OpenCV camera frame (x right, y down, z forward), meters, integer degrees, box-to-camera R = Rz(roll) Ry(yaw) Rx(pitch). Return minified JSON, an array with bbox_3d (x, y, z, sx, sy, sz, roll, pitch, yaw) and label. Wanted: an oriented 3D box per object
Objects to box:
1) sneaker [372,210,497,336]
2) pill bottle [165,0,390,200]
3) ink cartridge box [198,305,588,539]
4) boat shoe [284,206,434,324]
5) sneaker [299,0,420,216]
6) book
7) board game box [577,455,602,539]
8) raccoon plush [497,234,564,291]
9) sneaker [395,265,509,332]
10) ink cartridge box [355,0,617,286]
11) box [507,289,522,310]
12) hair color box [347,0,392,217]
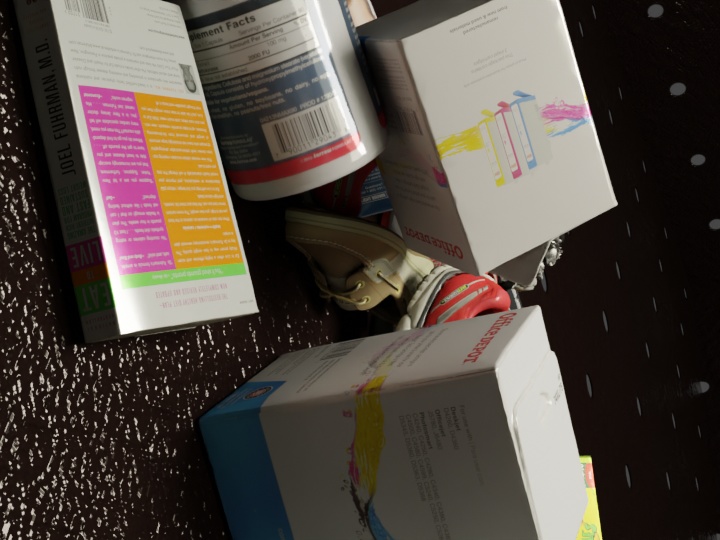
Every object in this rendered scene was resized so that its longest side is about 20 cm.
[{"bbox_3d":[0.074,0.000,1.087,0.067,0.107,0.202,57,29,-42],"label":"sneaker"},{"bbox_3d":[-0.064,-0.161,0.806,0.120,0.119,0.201,-56,130,-62],"label":"pill bottle"},{"bbox_3d":[0.029,0.125,0.772,0.147,0.198,0.147,-34,110,-67],"label":"ink cartridge box"},{"bbox_3d":[0.000,0.000,0.948,0.200,0.074,0.067,26,78,-57],"label":"boat shoe"},{"bbox_3d":[0.022,-0.130,0.941,0.085,0.201,0.077,35,-1,-13],"label":"sneaker"},{"bbox_3d":[-0.130,-0.064,0.688,0.133,0.048,0.202,-4,81,-67],"label":"book"},{"bbox_3d":[0.154,0.242,1.082,0.200,0.047,0.102,126,-37,-63],"label":"board game box"},{"bbox_3d":[0.116,-0.061,1.146,0.201,0.096,0.134,63,-17,-8],"label":"raccoon plush"},{"bbox_3d":[0.058,0.090,0.941,0.201,0.084,0.077,-65,151,-12],"label":"sneaker"},{"bbox_3d":[0.086,-0.097,0.867,0.128,0.125,0.201,28,-38,65],"label":"ink cartridge box"},{"bbox_3d":[0.122,0.003,1.299,0.160,0.043,0.201,-59,132,-60],"label":"box"},{"bbox_3d":[-0.005,-0.159,1.039,0.100,0.060,0.201,-75,145,-51],"label":"hair color box"}]
